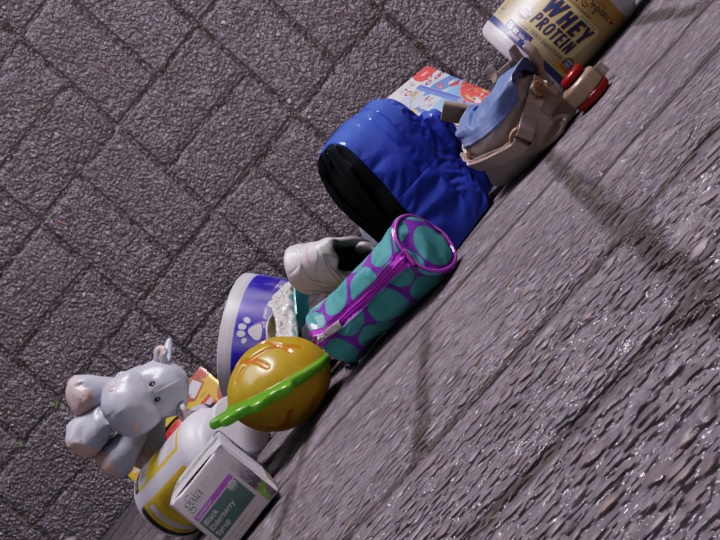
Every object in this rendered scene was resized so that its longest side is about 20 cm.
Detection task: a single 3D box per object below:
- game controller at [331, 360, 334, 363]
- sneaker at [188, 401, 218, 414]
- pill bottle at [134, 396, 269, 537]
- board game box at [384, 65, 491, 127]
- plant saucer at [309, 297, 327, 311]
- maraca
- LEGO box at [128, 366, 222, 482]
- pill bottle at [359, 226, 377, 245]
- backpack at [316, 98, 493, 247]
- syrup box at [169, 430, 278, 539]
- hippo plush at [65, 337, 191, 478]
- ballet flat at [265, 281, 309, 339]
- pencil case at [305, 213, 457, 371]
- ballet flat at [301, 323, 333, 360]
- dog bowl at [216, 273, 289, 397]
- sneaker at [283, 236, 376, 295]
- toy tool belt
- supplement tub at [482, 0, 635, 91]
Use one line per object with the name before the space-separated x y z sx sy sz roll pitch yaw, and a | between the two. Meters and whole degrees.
game controller | -0.066 0.134 1.670 0.104 0.042 0.200 -35 5 2
sneaker | -0.187 0.251 1.616 0.113 0.076 0.201 -19 -39 -28
pill bottle | -0.199 0.247 1.464 0.200 0.112 0.112 -46 4 36
board game box | 0.095 -0.186 1.618 0.200 0.056 0.195 -41 44 -18
plant saucer | -0.027 0.055 1.705 0.200 0.039 0.201 -34 3 2
maraca | -0.103 0.139 1.351 0.136 0.108 0.200 -30 1 20
LEGO box | -0.272 0.274 1.845 0.200 0.077 0.149 -50 -27 -10
pill bottle | 0.091 -0.110 1.664 0.200 0.104 0.104 -51 4 -28
backpack | 0.054 -0.117 1.429 0.168 0.200 0.162 -51 3 -23
syrup box | -0.146 0.230 1.224 0.079 0.081 0.200 -51 4 -8
hippo plush | -0.280 0.188 1.521 0.199 0.161 0.160 -21 3 -34
ballet flat | -0.097 0.103 1.568 0.072 0.071 0.201 -47 32 31
pencil case | 0.020 0.024 1.295 0.092 0.085 0.200 -28 -15 -50
ballet flat | -0.010 0.067 1.461 0.200 0.073 0.073 -38 10 43
dog bowl | -0.151 0.109 1.769 0.200 0.078 0.203 7 -90 -78
sneaker | 0.000 0.000 1.483 0.099 0.079 0.199 -22 -20 37
toy tool belt | 0.178 -0.194 1.314 0.125 0.123 0.200 -52 5 -39
supplement tub | 0.277 -0.350 1.546 0.200 0.144 0.144 -49 4 13
